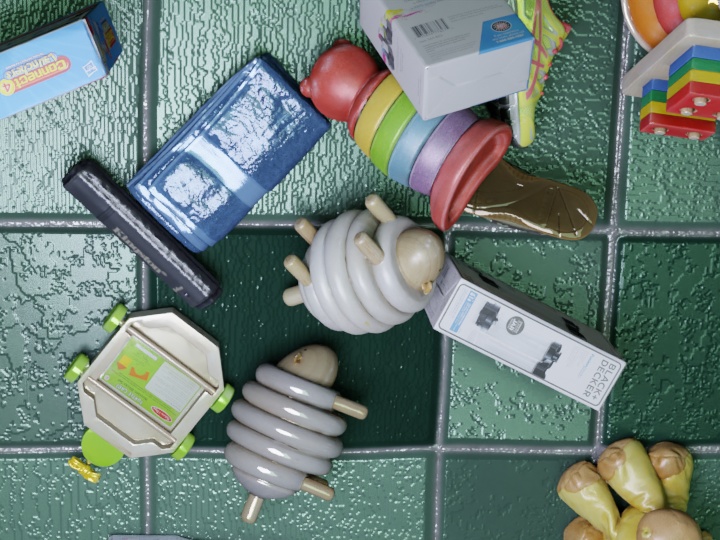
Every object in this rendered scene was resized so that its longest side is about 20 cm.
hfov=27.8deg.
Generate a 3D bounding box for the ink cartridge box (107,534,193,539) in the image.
[{"bbox_3d":[-0.183,0.376,1.607,0.198,0.057,0.164,2,104,-14],"label":"ink cartridge box"}]

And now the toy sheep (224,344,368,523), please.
[{"bbox_3d":[-0.076,0.171,1.518,0.137,0.138,0.201,23,84,-10],"label":"toy sheep"}]

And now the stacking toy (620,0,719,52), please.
[{"bbox_3d":[0.347,-0.269,1.404,0.145,0.200,0.148,-2,101,-8],"label":"stacking toy"}]

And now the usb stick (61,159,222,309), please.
[{"bbox_3d":[-0.224,-0.036,1.494,0.200,0.055,0.033,44,53,-14],"label":"usb stick"}]

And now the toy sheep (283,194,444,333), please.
[{"bbox_3d":[0.000,0.000,1.472,0.199,0.138,0.139,-13,109,36],"label":"toy sheep"}]

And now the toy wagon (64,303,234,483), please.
[{"bbox_3d":[-0.237,0.135,1.542,0.155,0.040,0.200,38,99,-12],"label":"toy wagon"}]

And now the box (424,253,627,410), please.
[{"bbox_3d":[0.168,0.063,1.518,0.199,0.117,0.060,26,101,-11],"label":"box"}]

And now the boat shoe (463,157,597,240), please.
[{"bbox_3d":[0.146,-0.077,1.506,0.199,0.065,0.074,25,82,8],"label":"boat shoe"}]

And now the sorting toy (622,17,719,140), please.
[{"bbox_3d":[0.379,-0.170,1.428,0.197,0.200,0.070,7,80,-7],"label":"sorting toy"}]

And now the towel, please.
[{"bbox_3d":[-0.132,-0.118,1.482,0.200,0.049,0.112,-44,104,6],"label":"towel"}]

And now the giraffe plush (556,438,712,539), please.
[{"bbox_3d":[0.315,0.297,1.564,0.171,0.162,0.201,-26,104,2],"label":"giraffe plush"}]

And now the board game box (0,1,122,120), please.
[{"bbox_3d":[-0.331,-0.184,1.372,0.199,0.196,0.056,-22,105,1],"label":"board game box"}]

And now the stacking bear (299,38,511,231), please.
[{"bbox_3d":[0.036,-0.151,1.444,0.199,0.114,0.122,35,82,14],"label":"stacking bear"}]

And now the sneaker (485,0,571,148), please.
[{"bbox_3d":[0.172,-0.223,1.469,0.089,0.078,0.202,-8,108,-13],"label":"sneaker"}]

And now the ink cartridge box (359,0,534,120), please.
[{"bbox_3d":[0.072,-0.245,1.413,0.114,0.201,0.068,-17,140,-15],"label":"ink cartridge box"}]
